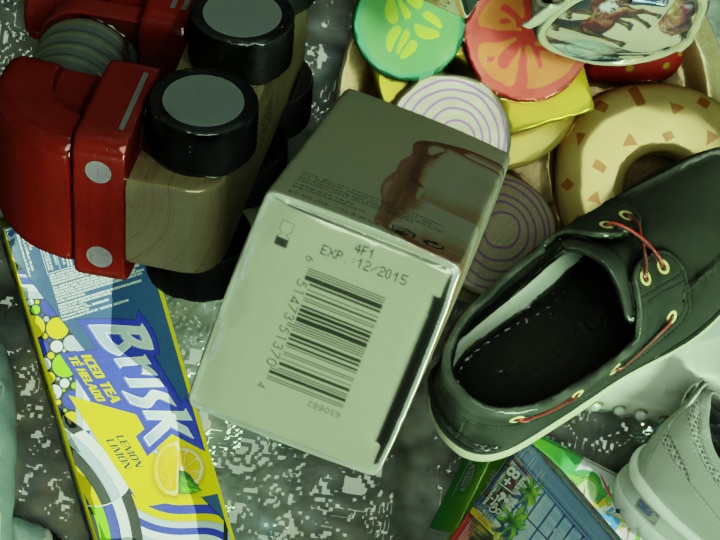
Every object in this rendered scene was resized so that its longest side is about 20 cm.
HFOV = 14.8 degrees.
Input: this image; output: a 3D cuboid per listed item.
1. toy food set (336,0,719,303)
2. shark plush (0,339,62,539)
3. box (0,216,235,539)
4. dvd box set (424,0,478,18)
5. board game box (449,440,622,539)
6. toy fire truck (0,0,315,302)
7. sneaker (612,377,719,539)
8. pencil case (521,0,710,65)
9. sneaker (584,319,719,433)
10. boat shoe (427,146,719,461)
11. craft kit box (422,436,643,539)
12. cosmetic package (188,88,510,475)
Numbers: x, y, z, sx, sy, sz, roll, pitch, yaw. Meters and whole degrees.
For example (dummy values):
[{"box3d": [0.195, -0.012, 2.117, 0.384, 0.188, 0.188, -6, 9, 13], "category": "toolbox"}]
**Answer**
[{"box3d": [0.083, -0.071, 1.310, 0.198, 0.049, 0.200, -17, 98, -9], "category": "toy food set"}, {"box3d": [-0.165, 0.134, 1.273, 0.083, 0.091, 0.200, -28, 95, -38], "category": "shark plush"}, {"box3d": [-0.109, 0.065, 1.273, 0.064, 0.070, 0.200, -16, 97, -8], "category": "box"}, {"box3d": [-0.002, -0.210, 1.225, 0.200, 0.029, 0.146, 25, 72, 21], "category": "dvd box set"}, {"box3d": [0.098, 0.214, 1.232, 0.200, 0.062, 0.200, 34, 87, 29], "category": "board game box"}, {"box3d": [-0.129, -0.098, 1.211, 0.200, 0.176, 0.129, 11, 132, 7], "category": "toy fire truck"}, {"box3d": [0.213, 0.125, 1.260, 0.200, 0.075, 0.082, 30, 123, 11], "category": "sneaker"}, {"box3d": [0.104, -0.197, 1.260, 0.089, 0.078, 0.200, 10, 66, -45], "category": "pencil case"}, {"box3d": [0.154, 0.060, 1.321, 0.200, 0.073, 0.085, -9, 94, -11], "category": "sneaker"}, {"box3d": [0.115, 0.009, 1.253, 0.201, 0.063, 0.074, -38, 75, -16], "category": "boat shoe"}, {"box3d": [0.106, 0.199, 1.340, 0.197, 0.049, 0.200, 28, 89, -14], "category": "craft kit box"}, {"box3d": [0.000, 0.000, 1.187, 0.087, 0.200, 0.103, 21, 109, 2], "category": "cosmetic package"}]
